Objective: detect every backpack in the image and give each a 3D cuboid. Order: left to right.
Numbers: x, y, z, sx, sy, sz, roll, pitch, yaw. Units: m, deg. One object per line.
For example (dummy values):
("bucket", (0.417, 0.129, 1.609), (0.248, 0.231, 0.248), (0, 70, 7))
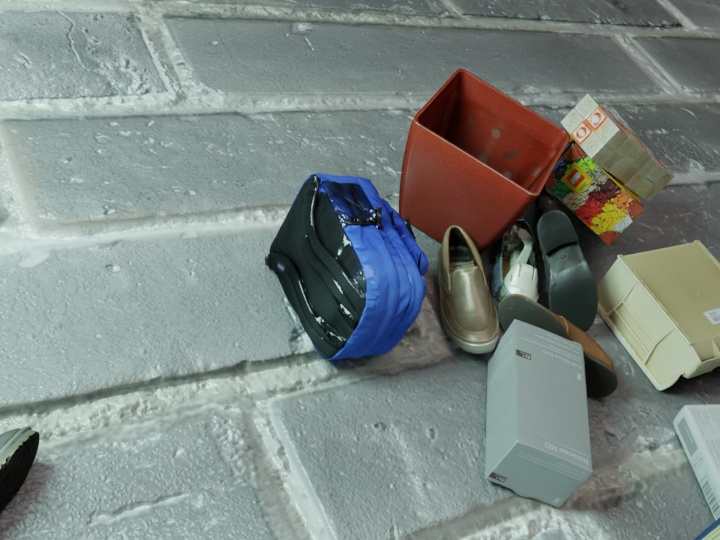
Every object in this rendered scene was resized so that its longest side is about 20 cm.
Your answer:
("backpack", (0.000, 0.000, 1.067), (0.165, 0.164, 0.202), (0, 46, -31))

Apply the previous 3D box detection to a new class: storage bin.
("storage bin", (0.479, 0.065, 1.296), (0.197, 0.095, 0.200), (-8, 52, -33))

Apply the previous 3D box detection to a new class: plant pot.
("plant pot", (0.162, -0.141, 1.280), (0.198, 0.178, 0.200), (32, 41, 7))

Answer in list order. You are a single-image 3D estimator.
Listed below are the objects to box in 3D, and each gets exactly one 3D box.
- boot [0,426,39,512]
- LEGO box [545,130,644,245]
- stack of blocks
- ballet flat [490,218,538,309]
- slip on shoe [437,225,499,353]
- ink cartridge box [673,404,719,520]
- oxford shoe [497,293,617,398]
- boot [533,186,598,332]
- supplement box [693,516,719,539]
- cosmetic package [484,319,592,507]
("boot", (-0.414, 0.167, 0.769), (0.197, 0.073, 0.182), (25, 39, 9))
("LEGO box", (0.365, -0.141, 1.387), (0.149, 0.077, 0.200), (42, 21, -2))
("stack of blocks", (0.388, -0.193, 1.333), (0.198, 0.059, 0.116), (22, 30, -46))
("ballet flat", (0.226, 0.000, 1.253), (0.073, 0.075, 0.202), (15, 43, -11))
("slip on shoe", (0.143, 0.022, 1.177), (0.074, 0.061, 0.202), (-2, 44, 0))
("ink cartridge box", (0.534, 0.254, 1.145), (0.195, 0.051, 0.163), (3, 45, -14))
("oxford shoe", (0.261, 0.091, 1.170), (0.199, 0.071, 0.072), (38, 31, -15))
("boot", (0.299, -0.021, 1.290), (0.068, 0.204, 0.174), (-12, 10, 10))
("supplement box", (0.415, 0.401, 0.890), (0.198, 0.135, 0.200), (33, 42, 8))
("cosmetic package", (0.214, 0.171, 1.060), (0.105, 0.091, 0.202), (20, 38, -10))
